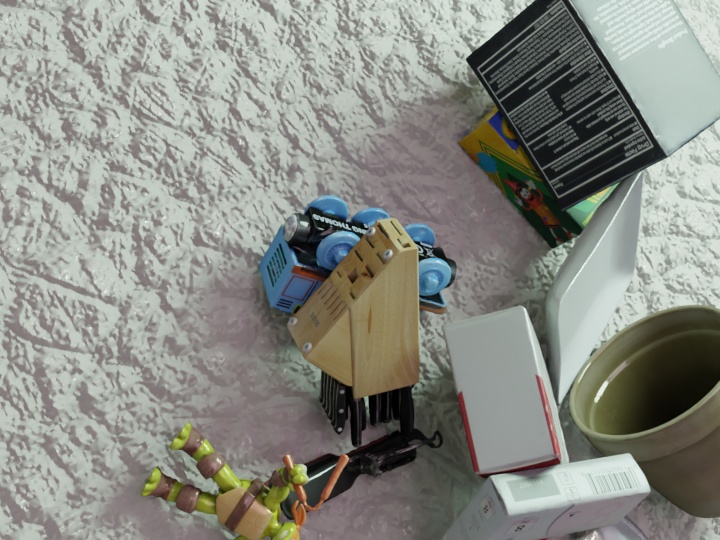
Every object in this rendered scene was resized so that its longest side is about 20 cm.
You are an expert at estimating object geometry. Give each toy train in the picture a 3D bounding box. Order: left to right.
[{"bbox_3d":[0.000,0.000,1.263,0.199,0.114,0.087,16,33,-29],"label":"toy train"}]

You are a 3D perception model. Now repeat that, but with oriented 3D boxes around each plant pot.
[{"bbox_3d":[0.352,0.166,1.354,0.200,0.200,0.174,-49,116,-27],"label":"plant pot"}]

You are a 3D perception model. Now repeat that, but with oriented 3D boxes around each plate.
[{"bbox_3d":[0.245,0.016,1.351,0.032,0.200,0.200,23,61,23],"label":"plate"}]

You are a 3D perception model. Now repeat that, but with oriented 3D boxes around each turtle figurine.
[{"bbox_3d":[-0.109,0.208,1.159,0.161,0.200,0.064,35,19,0],"label":"turtle figurine"}]

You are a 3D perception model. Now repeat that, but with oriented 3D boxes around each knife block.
[{"bbox_3d":[0.026,0.072,1.217,0.175,0.064,0.200,34,103,-34],"label":"knife block"}]

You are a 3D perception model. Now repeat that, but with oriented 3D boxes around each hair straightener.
[{"bbox_3d":[0.006,0.197,1.234,0.199,0.077,0.041,-15,100,-30],"label":"hair straightener"}]

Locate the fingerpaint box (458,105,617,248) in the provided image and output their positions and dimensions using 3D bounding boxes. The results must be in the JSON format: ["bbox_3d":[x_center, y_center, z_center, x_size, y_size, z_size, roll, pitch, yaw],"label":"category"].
[{"bbox_3d":[0.238,-0.156,1.437,0.167,0.073,0.200,48,62,-5],"label":"fingerpaint box"}]

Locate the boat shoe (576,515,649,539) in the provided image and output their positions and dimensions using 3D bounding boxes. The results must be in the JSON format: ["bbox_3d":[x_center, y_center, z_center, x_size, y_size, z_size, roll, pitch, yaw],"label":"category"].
[{"bbox_3d":[0.312,0.324,1.340,0.070,0.071,0.201,-39,92,-27],"label":"boat shoe"}]

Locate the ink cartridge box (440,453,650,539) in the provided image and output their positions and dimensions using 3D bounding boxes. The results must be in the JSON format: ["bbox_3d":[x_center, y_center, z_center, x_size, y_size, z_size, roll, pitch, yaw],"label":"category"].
[{"bbox_3d":[0.163,0.252,1.216,0.162,0.200,0.057,-5,51,-26],"label":"ink cartridge box"}]

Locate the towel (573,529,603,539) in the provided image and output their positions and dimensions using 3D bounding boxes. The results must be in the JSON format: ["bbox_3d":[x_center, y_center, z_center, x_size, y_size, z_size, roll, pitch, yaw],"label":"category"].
[{"bbox_3d":[0.209,0.396,1.283,0.190,0.032,0.201,-23,87,-20],"label":"towel"}]

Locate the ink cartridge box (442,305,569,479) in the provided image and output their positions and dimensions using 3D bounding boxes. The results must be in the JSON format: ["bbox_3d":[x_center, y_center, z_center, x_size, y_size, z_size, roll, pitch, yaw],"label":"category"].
[{"bbox_3d":[0.147,0.131,1.238,0.082,0.200,0.147,-14,74,9],"label":"ink cartridge box"}]

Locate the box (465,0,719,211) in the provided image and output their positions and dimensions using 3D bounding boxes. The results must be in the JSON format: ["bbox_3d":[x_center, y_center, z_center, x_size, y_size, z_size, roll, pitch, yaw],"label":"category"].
[{"bbox_3d":[0.244,-0.195,1.298,0.123,0.200,0.199,-32,91,-26],"label":"box"}]
